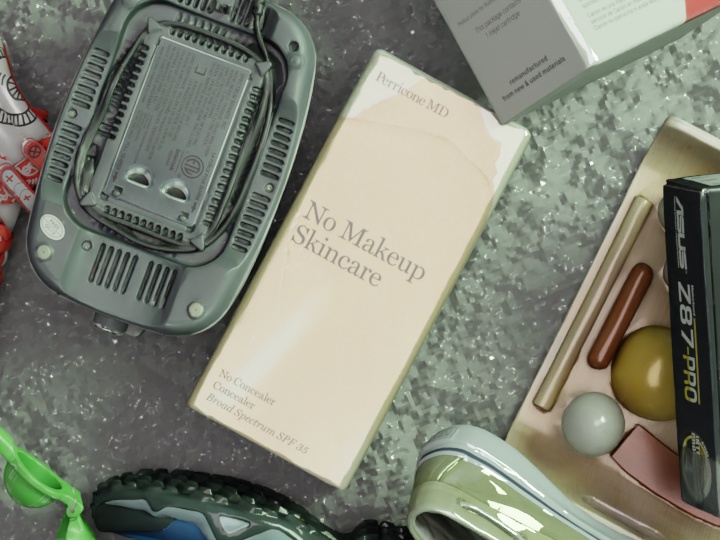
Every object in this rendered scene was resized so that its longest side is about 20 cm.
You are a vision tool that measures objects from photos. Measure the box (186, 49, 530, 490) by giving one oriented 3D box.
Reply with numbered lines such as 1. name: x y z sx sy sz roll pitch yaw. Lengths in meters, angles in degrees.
1. box: 0.000 0.000 1.349 0.094 0.078 0.201 27 89 1

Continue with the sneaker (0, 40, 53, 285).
1. sneaker: -0.193 -0.016 1.357 0.107 0.067 0.203 -16 93 -8

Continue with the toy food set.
1. toy food set: 0.173 0.044 1.355 0.143 0.060 0.201 27 89 2

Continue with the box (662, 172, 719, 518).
1. box: 0.247 0.025 1.317 0.198 0.049 0.163 -7 101 -20

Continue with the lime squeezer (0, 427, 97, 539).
1. lime squeezer: -0.172 0.122 1.350 0.070 0.038 0.201 -10 111 11

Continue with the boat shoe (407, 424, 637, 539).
1. boat shoe: 0.102 0.158 1.331 0.199 0.072 0.062 36 46 -7

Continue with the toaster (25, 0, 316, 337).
1. toaster: -0.087 -0.064 1.327 0.113 0.129 0.201 19 89 0

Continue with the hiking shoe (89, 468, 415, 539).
1. hiking shoe: -0.045 0.158 1.347 0.198 0.074 0.087 16 95 6

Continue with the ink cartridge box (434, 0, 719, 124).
1. ink cartridge box: 0.090 -0.195 1.322 0.146 0.083 0.201 -27 87 -37
